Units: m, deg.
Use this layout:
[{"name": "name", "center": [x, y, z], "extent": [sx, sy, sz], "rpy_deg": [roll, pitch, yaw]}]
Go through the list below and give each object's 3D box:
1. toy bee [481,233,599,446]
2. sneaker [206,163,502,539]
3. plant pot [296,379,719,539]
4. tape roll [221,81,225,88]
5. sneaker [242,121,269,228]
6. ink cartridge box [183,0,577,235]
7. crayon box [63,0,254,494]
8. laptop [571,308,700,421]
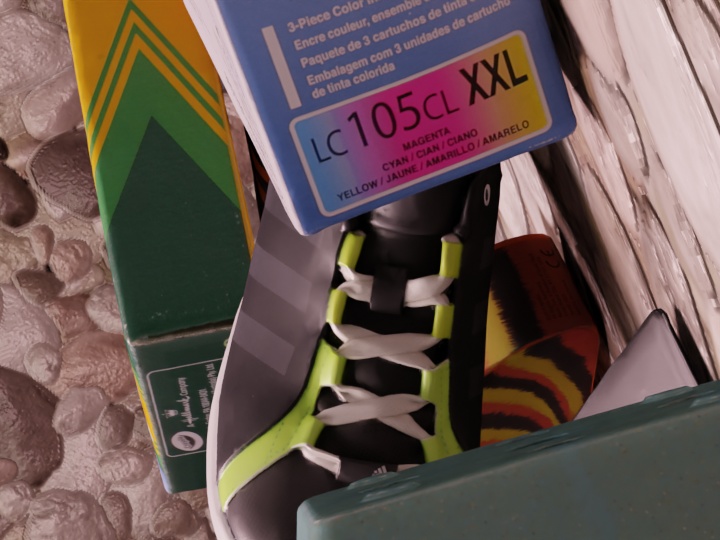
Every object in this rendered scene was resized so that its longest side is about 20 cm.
[{"name": "toy bee", "center": [0.029, 0.075, 0.909], "extent": [0.131, 0.108, 0.200], "rpy_deg": [-119, 7, -52]}, {"name": "sneaker", "center": [0.000, 0.000, 0.786], "extent": [0.083, 0.071, 0.201], "rpy_deg": [102, 172, -64]}, {"name": "plant pot", "center": [0.060, 0.125, 0.536], "extent": [0.141, 0.141, 0.201], "rpy_deg": [146, 109, -87]}, {"name": "tape roll", "center": [-0.117, -0.206, 1.847], "extent": [0.200, 0.066, 0.201], "rpy_deg": [159, 90, -87]}, {"name": "sneaker", "center": [-0.014, -0.049, 1.049], "extent": [0.112, 0.077, 0.200], "rpy_deg": [74, 174, -71]}, {"name": "ink cartridge box", "center": [-0.026, -0.129, 0.697], "extent": [0.137, 0.076, 0.200], "rpy_deg": [-118, 5, -55]}, {"name": "crayon box", "center": [-0.069, -0.037, 1.081], "extent": [0.126, 0.051, 0.201], "rpy_deg": [84, 175, -62]}, {"name": "laptop", "center": [0.114, 0.133, 0.754], "extent": [0.200, 0.116, 0.188], "rpy_deg": [20, -139, -54]}]
